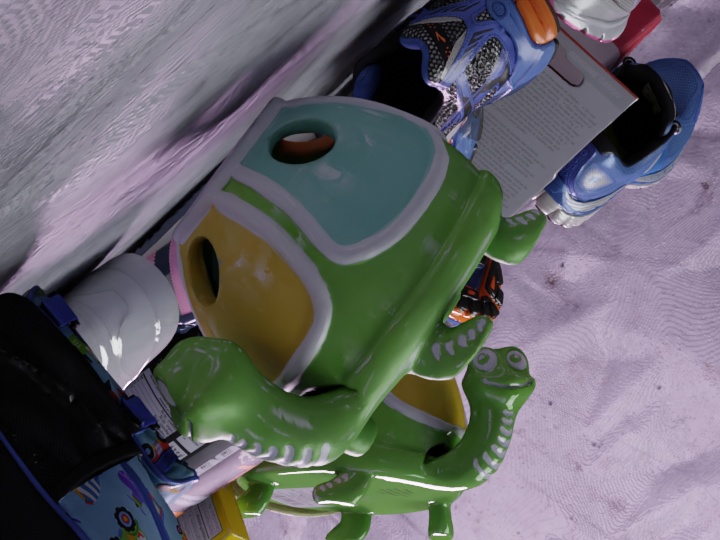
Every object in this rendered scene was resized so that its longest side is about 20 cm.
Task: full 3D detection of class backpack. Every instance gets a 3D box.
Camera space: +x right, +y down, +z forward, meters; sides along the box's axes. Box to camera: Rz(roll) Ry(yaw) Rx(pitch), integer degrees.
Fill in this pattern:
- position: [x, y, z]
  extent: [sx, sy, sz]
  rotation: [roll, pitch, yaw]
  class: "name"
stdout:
- position: [-0.145, 0.132, 0.860]
  extent: [0.182, 0.200, 0.134]
  rotation: [-42, 177, 27]
  class: "backpack"

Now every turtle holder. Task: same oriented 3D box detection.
- position: [0.005, 0.090, 1.274]
  extent: [0.185, 0.140, 0.133]
  rotation: [-28, -128, 59]
  class: "turtle holder"
- position: [-0.021, 0.008, 0.924]
  extent: [0.186, 0.132, 0.141]
  rotation: [-54, -173, -13]
  class: "turtle holder"

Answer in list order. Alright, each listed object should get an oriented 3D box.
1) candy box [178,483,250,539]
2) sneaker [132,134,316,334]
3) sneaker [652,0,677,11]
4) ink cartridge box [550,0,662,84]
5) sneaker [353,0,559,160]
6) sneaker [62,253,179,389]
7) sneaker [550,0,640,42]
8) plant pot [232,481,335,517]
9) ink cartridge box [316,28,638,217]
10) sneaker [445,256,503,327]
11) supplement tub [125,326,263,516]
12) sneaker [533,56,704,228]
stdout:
- position: [-0.137, 0.122, 1.308]
  extent: [0.102, 0.201, 0.026]
  rotation: [-41, 135, 18]
  class: "candy box"
- position: [-0.078, 0.009, 1.096]
  extent: [0.200, 0.082, 0.070]
  rotation: [-41, 177, 26]
  class: "sneaker"
- position: [0.198, -0.228, 1.454]
  extent: [0.090, 0.076, 0.200]
  rotation: [-19, 171, -25]
  class: "sneaker"
- position: [0.086, -0.116, 1.379]
  extent: [0.200, 0.084, 0.145]
  rotation: [-40, 177, -23]
  class: "ink cartridge box"
- position: [0.024, -0.089, 1.063]
  extent: [0.078, 0.076, 0.200]
  rotation: [-25, 164, -30]
  class: "sneaker"
- position: [-0.177, 0.079, 1.049]
  extent: [0.115, 0.074, 0.200]
  rotation: [-36, 165, -46]
  class: "sneaker"
- position: [0.148, -0.193, 1.142]
  extent: [0.200, 0.081, 0.088]
  rotation: [-34, 159, -51]
  class: "sneaker"
- position: [-0.034, 0.041, 1.505]
  extent: [0.190, 0.200, 0.200]
  rotation: [-56, 171, 27]
  class: "plant pot"
- position: [0.055, -0.080, 1.176]
  extent: [0.200, 0.109, 0.050]
  rotation: [-43, -166, 32]
  class: "ink cartridge box"
- position: [0.000, 0.000, 1.301]
  extent: [0.078, 0.199, 0.076]
  rotation: [-28, -131, 39]
  class: "sneaker"
- position: [-0.101, 0.068, 1.204]
  extent: [0.200, 0.123, 0.123]
  rotation: [-34, 180, 20]
  class: "supplement tub"
- position: [0.184, -0.097, 1.362]
  extent: [0.089, 0.079, 0.200]
  rotation: [-41, 178, 41]
  class: "sneaker"
